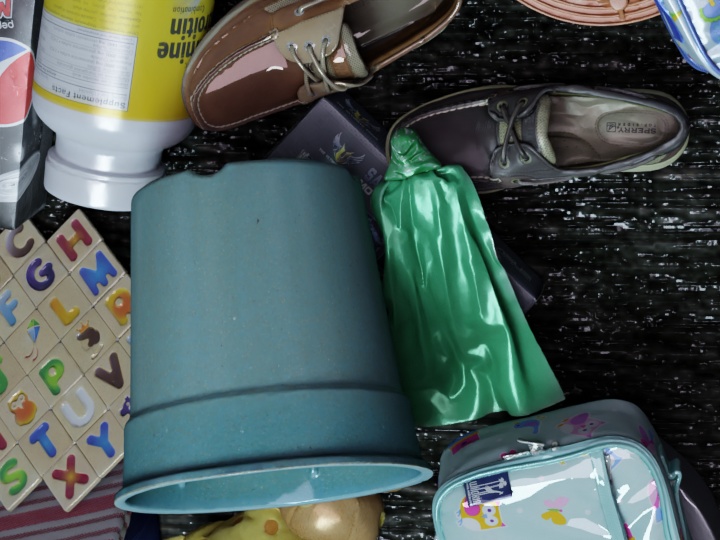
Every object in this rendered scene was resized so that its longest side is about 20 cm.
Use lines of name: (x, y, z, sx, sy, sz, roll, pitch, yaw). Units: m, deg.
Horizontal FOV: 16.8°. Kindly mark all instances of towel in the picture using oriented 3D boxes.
towel: (-0.216, 0.165, 1.656, 0.146, 0.200, 0.030, -13, 118, 14)

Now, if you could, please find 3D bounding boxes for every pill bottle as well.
pill bottle: (-0.156, -0.146, 1.600, 0.112, 0.112, 0.201, 12, 108, 7)

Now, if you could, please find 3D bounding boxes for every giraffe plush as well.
giraffe plush: (-0.040, 0.183, 1.669, 0.200, 0.172, 0.162, 38, 101, 35)

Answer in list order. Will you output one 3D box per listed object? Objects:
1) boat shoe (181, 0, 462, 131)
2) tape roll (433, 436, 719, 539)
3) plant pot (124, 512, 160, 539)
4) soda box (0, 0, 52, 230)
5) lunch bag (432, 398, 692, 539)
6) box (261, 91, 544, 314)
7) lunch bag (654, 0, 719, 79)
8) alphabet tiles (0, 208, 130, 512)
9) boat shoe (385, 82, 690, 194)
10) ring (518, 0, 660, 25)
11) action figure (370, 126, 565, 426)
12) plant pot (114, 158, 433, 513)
boat shoe: (-0.023, -0.149, 1.561, 0.200, 0.072, 0.076, -32, 126, -1)
tape roll: (0.150, 0.201, 1.664, 0.200, 0.066, 0.201, 3, 107, 9)
plant pot: (-0.252, 0.281, 1.705, 0.199, 0.180, 0.201, 3, 107, 10)
soda box: (-0.242, -0.134, 1.641, 0.063, 0.071, 0.201, 10, 107, 9)
lunch bag: (0.141, 0.185, 1.579, 0.160, 0.077, 0.201, -13, 111, 15)
box: (0.000, 0.000, 1.644, 0.200, 0.051, 0.158, 43, 109, -2)
lunch bag: (0.237, -0.225, 1.501, 0.160, 0.082, 0.200, -29, 104, 1)
alphabet tiles: (-0.215, 0.060, 1.658, 0.166, 0.006, 0.200, -45, 59, 9)
boat shoe: (0.115, -0.091, 1.573, 0.199, 0.065, 0.073, -8, 85, 1)
ring: (0.154, -0.255, 1.559, 0.200, 0.019, 0.201, 3, 107, 10)
action figure: (0.053, 0.001, 1.572, 0.118, 0.055, 0.201, -12, 112, 9)
plant pot: (-0.064, 0.042, 1.530, 0.200, 0.200, 0.197, -9, 79, 13)
